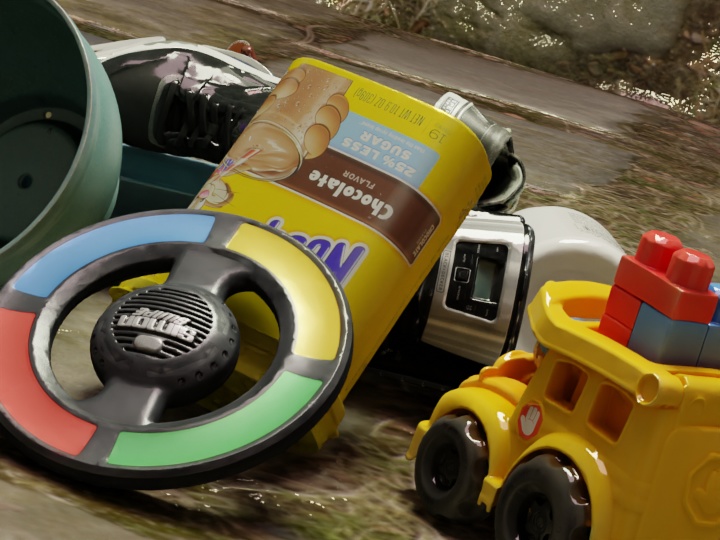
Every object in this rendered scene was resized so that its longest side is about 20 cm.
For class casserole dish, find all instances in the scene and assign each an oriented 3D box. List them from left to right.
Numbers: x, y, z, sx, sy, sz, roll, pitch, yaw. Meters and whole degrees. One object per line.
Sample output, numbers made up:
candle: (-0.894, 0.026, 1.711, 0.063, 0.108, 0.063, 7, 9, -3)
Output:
casserole dish: (-0.148, -0.046, 1.679, 0.200, 0.039, 0.121, 14, -26, -10)

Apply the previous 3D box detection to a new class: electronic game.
electronic game: (-0.103, 0.038, 1.297, 0.200, 0.042, 0.200, -2, 44, 1)

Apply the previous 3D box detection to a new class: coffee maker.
coffee maker: (0.000, 0.000, 1.576, 0.200, 0.135, 0.192, 13, 11, -7)

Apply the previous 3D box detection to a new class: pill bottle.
pill bottle: (0.136, 0.016, 1.728, 0.114, 0.114, 0.200, 15, 10, -5)

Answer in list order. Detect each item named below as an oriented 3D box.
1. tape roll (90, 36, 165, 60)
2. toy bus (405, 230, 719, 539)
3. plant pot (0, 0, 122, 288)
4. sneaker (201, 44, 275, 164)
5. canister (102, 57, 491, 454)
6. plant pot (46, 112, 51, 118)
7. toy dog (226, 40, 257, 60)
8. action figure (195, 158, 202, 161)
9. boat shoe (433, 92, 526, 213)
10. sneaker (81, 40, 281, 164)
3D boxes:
tape roll: (-0.232, -0.118, 1.785, 0.202, 0.071, 0.202, -10, 8, 1)
toy bus: (0.134, 0.067, 1.317, 0.136, 0.192, 0.200, 6, 14, -34)
plant pot: (-0.229, -0.071, 1.531, 0.200, 0.200, 0.134, 21, -8, 25)
sneaker: (-0.038, -0.073, 1.729, 0.199, 0.081, 0.115, 27, -12, 10)
canister: (-0.033, -0.013, 1.415, 0.149, 0.200, 0.087, 24, -23, 26)
plant pot: (-0.282, -0.113, 1.602, 0.200, 0.200, 0.027, 6, 28, -37)
toy dog: (-0.117, -0.139, 1.948, 0.200, 0.096, 0.132, 0, 27, 33)
action figure: (-0.081, -0.055, 1.811, 0.200, 0.102, 0.119, 18, 1, 17)
boat shoe: (0.082, -0.063, 1.766, 0.064, 0.071, 0.200, 27, -10, 13)
sneaker: (-0.082, -0.101, 1.602, 0.200, 0.076, 0.088, 8, 12, -11)
